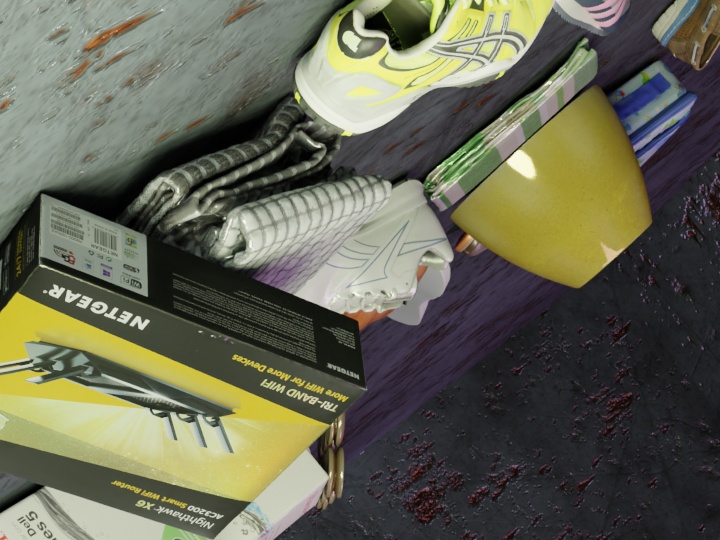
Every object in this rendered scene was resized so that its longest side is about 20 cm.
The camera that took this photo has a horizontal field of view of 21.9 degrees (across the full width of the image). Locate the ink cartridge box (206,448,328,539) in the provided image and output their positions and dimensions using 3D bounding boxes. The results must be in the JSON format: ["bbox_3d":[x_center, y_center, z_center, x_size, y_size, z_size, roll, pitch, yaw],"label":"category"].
[{"bbox_3d":[-0.153,0.220,1.802,0.200,0.145,0.147,-37,171,-17],"label":"ink cartridge box"}]

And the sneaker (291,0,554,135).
[{"bbox_3d":[0.052,-0.144,1.058,0.200,0.076,0.076,-37,172,-33],"label":"sneaker"}]

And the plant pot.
[{"bbox_3d":[0.208,-0.067,1.863,0.200,0.142,0.200,-41,178,-2],"label":"plant pot"}]

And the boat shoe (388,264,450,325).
[{"bbox_3d":[0.060,-0.005,1.905,0.200,0.070,0.070,101,12,-71],"label":"boat shoe"}]

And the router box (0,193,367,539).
[{"bbox_3d":[-0.121,0.058,0.994,0.199,0.052,0.157,22,130,-28],"label":"router box"}]

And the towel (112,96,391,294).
[{"bbox_3d":[-0.099,-0.006,1.085,0.200,0.086,0.165,-44,169,34],"label":"towel"}]

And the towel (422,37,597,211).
[{"bbox_3d":[0.139,-0.131,1.709,0.200,0.023,0.153,-43,173,3],"label":"towel"}]

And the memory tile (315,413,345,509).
[{"bbox_3d":[-0.028,0.134,1.861,0.017,0.202,0.153,4,165,-5],"label":"memory tile"}]

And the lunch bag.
[{"bbox_3d":[0.277,-0.143,2.068,0.200,0.083,0.161,-35,168,-39],"label":"lunch bag"}]

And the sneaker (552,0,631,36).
[{"bbox_3d":[0.166,-0.208,1.247,0.082,0.070,0.200,-40,174,17],"label":"sneaker"}]

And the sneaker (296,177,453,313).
[{"bbox_3d":[0.000,0.000,1.541,0.199,0.087,0.075,-34,172,-29],"label":"sneaker"}]

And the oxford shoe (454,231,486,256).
[{"bbox_3d":[0.184,-0.057,2.119,0.200,0.073,0.071,-33,170,-41],"label":"oxford shoe"}]

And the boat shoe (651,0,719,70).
[{"bbox_3d":[0.360,-0.266,1.805,0.072,0.072,0.200,-36,171,-27],"label":"boat shoe"}]

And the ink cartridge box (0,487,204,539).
[{"bbox_3d":[-0.235,0.255,1.559,0.084,0.146,0.200,-47,170,36],"label":"ink cartridge box"}]

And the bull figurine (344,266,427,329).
[{"bbox_3d":[-0.009,0.025,1.717,0.200,0.065,0.121,-28,169,-48],"label":"bull figurine"}]
